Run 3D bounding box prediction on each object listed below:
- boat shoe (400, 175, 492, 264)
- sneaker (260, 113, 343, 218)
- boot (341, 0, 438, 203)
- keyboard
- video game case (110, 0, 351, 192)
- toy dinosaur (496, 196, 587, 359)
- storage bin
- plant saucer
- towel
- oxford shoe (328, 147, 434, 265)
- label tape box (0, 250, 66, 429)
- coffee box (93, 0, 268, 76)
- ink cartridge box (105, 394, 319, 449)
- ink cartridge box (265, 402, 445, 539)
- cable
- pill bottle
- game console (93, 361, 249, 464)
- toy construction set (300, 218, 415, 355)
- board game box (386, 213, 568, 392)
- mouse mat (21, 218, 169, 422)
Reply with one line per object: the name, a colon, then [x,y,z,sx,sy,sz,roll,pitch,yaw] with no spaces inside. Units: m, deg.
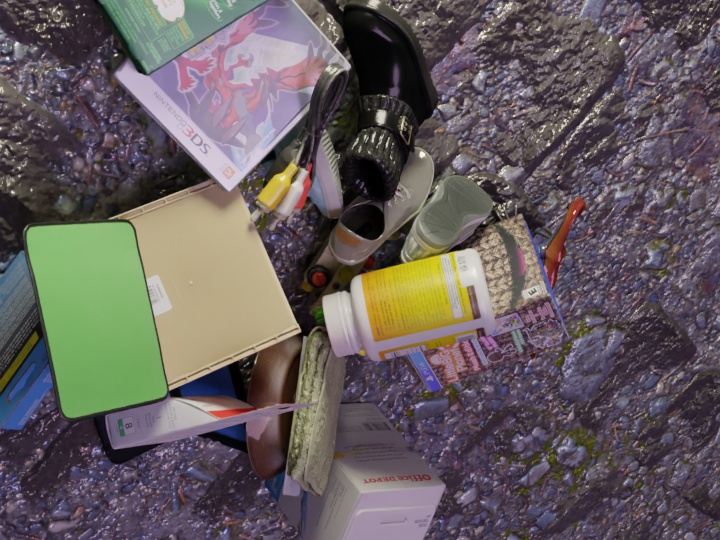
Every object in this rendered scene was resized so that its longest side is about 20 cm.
boat shoe: [0.111,-0.064,1.569,0.065,0.074,0.202,-49,178,35]
sneaker: [-0.075,-0.133,1.448,0.082,0.074,0.200,-11,137,9]
boot: [0.015,-0.195,1.404,0.158,0.079,0.211,-61,139,-24]
keyboard: [-0.076,0.187,1.551,0.056,0.011,0.201,48,49,-74]
video game case: [-0.137,-0.217,1.312,0.200,0.023,0.182,-47,112,-6]
toy dinosaur: [0.271,-0.011,1.706,0.105,0.200,0.181,-17,161,-43]
storage bin: [-0.198,0.020,1.364,0.198,0.094,0.201,-23,91,-19]
plant saucer: [-0.095,0.170,1.558,0.036,0.201,0.201,4,130,16]
towel: [-0.053,0.182,1.545,0.148,0.036,0.201,62,35,-71]
oxford shoe: [0.032,-0.087,1.498,0.200,0.075,0.058,-49,167,-31]
label tape box: [-0.357,0.090,1.298,0.063,0.200,0.144,31,100,-39]
coffee box: [-0.173,-0.303,1.246,0.200,0.044,0.123,-35,111,-10]
ink cartridge box: [-0.166,0.156,1.379,0.199,0.050,0.161,-17,171,13]
ink cartridge box: [-0.011,0.299,1.677,0.147,0.200,0.145,3,117,-35]
cable: [-0.052,-0.134,1.351,0.200,0.050,0.097,-55,157,21]
pill bottle: [0.058,0.046,1.478,0.199,0.109,0.110,-13,130,5]
game console: [-0.238,0.164,1.488,0.172,0.119,0.201,-25,130,-19]
toy construction set: [0.000,0.000,1.559,0.131,0.092,0.201,28,95,-19]
board game box: [0.152,0.042,1.600,0.199,0.160,0.097,-22,134,10]
mouse mat: [-0.267,0.046,1.235,0.161,0.008,0.201,-6,82,-58]
